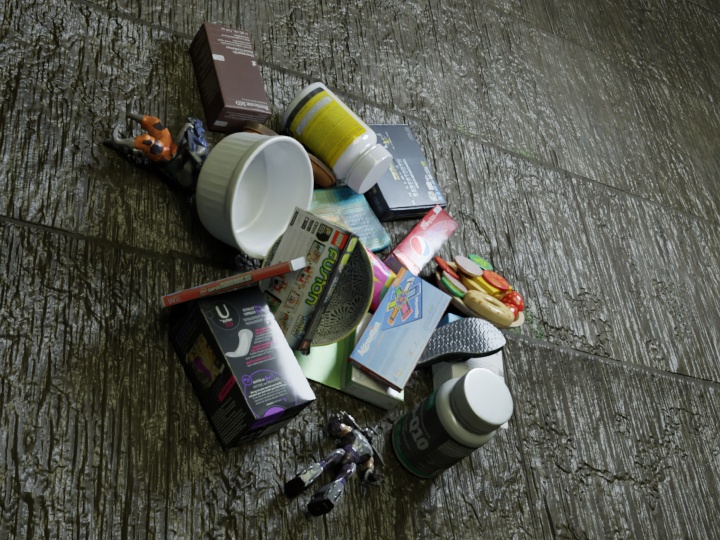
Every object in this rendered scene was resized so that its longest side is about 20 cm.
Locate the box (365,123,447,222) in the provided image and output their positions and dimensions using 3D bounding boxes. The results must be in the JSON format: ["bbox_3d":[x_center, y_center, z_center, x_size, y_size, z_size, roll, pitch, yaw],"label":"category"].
[{"bbox_3d":[0.065,-0.195,1.897,0.157,0.051,0.202,-7,64,-38],"label":"box"}]

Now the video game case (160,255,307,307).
[{"bbox_3d":[-0.183,0.015,1.431,0.143,0.198,0.018,-39,113,-84],"label":"video game case"}]

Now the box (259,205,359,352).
[{"bbox_3d":[-0.092,0.014,1.512,0.109,0.202,0.035,27,4,21],"label":"box"}]

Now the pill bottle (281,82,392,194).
[{"bbox_3d":[-0.042,-0.244,1.792,0.200,0.115,0.114,44,43,11],"label":"pill bottle"}]

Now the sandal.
[{"bbox_3d":[0.150,0.129,1.644,0.198,0.043,0.077,-8,53,-16],"label":"sandal"}]

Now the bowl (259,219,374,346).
[{"bbox_3d":[-0.057,0.023,1.567,0.202,0.200,0.094,60,14,15],"label":"bowl"}]

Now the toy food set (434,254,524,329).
[{"bbox_3d":[0.223,0.037,1.800,0.198,0.049,0.199,41,26,24],"label":"toy food set"}]

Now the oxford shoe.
[{"bbox_3d":[-0.136,-0.193,1.749,0.199,0.071,0.072,27,79,-20],"label":"oxford shoe"}]

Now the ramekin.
[{"bbox_3d":[-0.175,-0.127,1.568,0.097,0.203,0.200,19,32,33],"label":"ramekin"}]

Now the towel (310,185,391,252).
[{"bbox_3d":[-0.046,-0.087,1.756,0.199,0.022,0.148,-13,67,-41],"label":"towel"}]

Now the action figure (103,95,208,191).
[{"bbox_3d":[-0.318,-0.203,1.614,0.193,0.105,0.200,36,17,-19],"label":"action figure"}]

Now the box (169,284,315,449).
[{"bbox_3d":[-0.176,0.141,1.430,0.122,0.106,0.201,-12,67,-43],"label":"box"}]

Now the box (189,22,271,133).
[{"bbox_3d":[-0.240,-0.351,1.770,0.099,0.075,0.202,2,60,-36],"label":"box"}]

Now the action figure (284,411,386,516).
[{"bbox_3d":[-0.024,0.290,1.464,0.130,0.069,0.200,45,40,7],"label":"action figure"}]

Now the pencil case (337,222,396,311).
[{"bbox_3d":[0.000,0.000,1.671,0.199,0.088,0.089,38,44,-17],"label":"pencil case"}]

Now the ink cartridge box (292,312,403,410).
[{"bbox_3d":[-0.019,0.131,1.599,0.199,0.048,0.147,25,47,-22],"label":"ink cartridge box"}]

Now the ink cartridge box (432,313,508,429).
[{"bbox_3d":[0.189,0.189,1.694,0.115,0.068,0.202,19,49,-23],"label":"ink cartridge box"}]

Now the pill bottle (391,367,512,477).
[{"bbox_3d":[0.145,0.241,1.528,0.112,0.200,0.114,19,49,-24],"label":"pill bottle"}]

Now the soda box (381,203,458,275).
[{"bbox_3d":[0.105,-0.042,1.800,0.063,0.070,0.200,45,43,-1],"label":"soda box"}]

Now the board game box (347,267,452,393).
[{"bbox_3d":[0.067,0.096,1.600,0.102,0.019,0.201,32,58,1],"label":"board game box"}]
